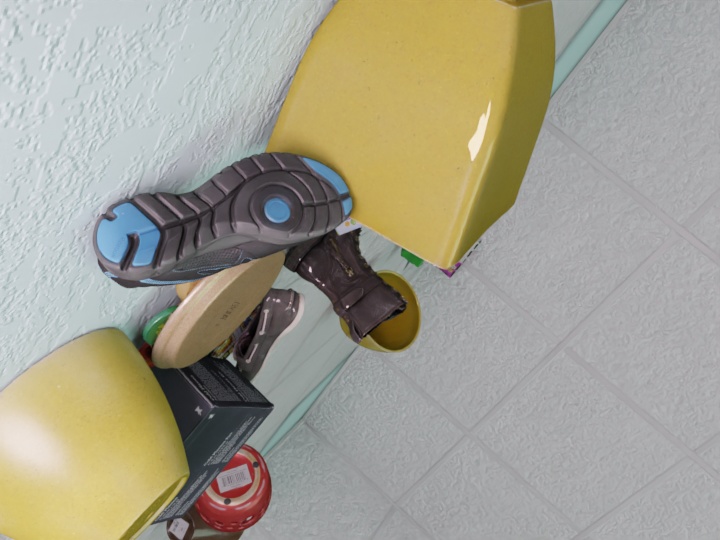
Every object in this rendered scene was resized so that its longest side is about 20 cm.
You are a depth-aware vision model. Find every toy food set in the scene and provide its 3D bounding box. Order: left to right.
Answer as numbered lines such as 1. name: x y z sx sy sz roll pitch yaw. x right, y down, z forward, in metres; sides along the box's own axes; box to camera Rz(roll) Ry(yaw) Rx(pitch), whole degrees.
1. toy food set: -0.158 0.029 0.747 0.198 0.049 0.200 -51 172 13

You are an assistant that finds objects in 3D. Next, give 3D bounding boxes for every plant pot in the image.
1. plant pot: -0.240 0.173 0.627 0.200 0.142 0.200 -49 172 -9
2. plant pot: -0.456 0.715 1.982 0.187 0.187 0.200 -50 158 8
3. plant pot: -0.320 0.532 1.733 0.200 0.200 0.183 -45 163 -30
4. plant pot: 0.029 0.112 1.719 0.142 0.200 0.200 -18 -161 48
5. plant pot: 0.061 -0.158 0.602 0.195 0.194 0.200 -39 154 -53

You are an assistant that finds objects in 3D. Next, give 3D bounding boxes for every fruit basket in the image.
1. fruit basket: 0.195 -0.103 1.924 0.200 0.094 0.185 -45 172 -51

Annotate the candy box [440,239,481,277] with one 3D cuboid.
1. candy box: 0.390 -0.089 2.904 0.200 0.136 0.061 -52 172 27

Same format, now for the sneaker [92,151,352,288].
1. sneaker: -0.104 -0.037 0.539 0.200 0.073 0.082 -14 167 -22

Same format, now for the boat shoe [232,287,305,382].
1. boat shoe: -0.145 0.090 0.972 0.200 0.057 0.067 -52 -152 36

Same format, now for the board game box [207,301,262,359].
1. board game box: -0.200 0.108 0.984 0.200 0.023 0.105 -47 174 -16

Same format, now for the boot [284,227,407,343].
1. boot: 0.000 0.000 1.014 0.200 0.174 0.069 -43 170 -37

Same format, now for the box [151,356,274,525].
1. box: -0.235 0.208 0.859 0.200 0.104 0.182 -50 162 1

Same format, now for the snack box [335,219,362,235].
1. snack box: 0.066 -0.121 0.929 0.200 0.053 0.142 -19 -165 36
